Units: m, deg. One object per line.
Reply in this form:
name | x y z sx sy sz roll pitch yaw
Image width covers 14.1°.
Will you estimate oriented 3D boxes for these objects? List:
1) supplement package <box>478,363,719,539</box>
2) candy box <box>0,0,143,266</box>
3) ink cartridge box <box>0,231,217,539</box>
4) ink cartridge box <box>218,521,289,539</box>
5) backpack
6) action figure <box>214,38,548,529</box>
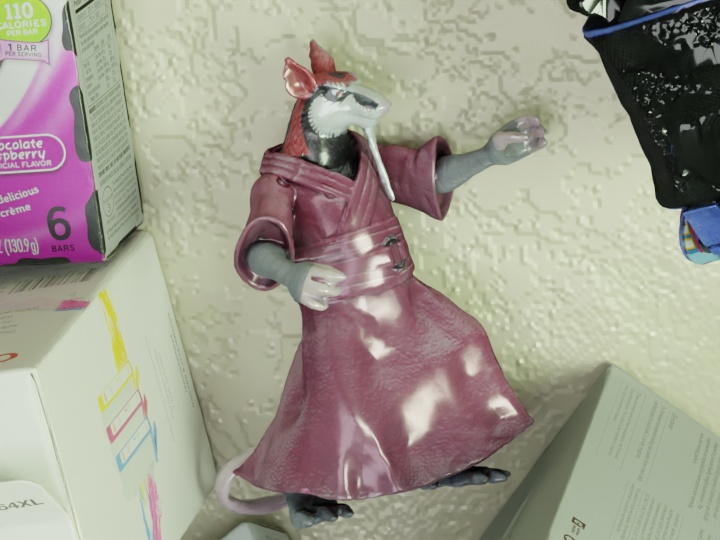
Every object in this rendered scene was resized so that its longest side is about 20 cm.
supplement package | 0.133 0.180 1.206 0.199 0.191 0.147 35 114 0
candy box | -0.177 -0.103 1.248 0.135 0.061 0.201 -3 108 14
ink cartridge box | -0.158 0.082 1.232 0.128 0.200 0.126 -10 107 16
ink cartridge box | -0.077 0.249 1.301 0.196 0.043 0.201 -37 60 22
backpack | 0.198 -0.108 1.090 0.199 0.183 0.135 -21 106 21
action figure | 0.000 0.000 1.243 0.149 0.133 0.201 -8 97 60
